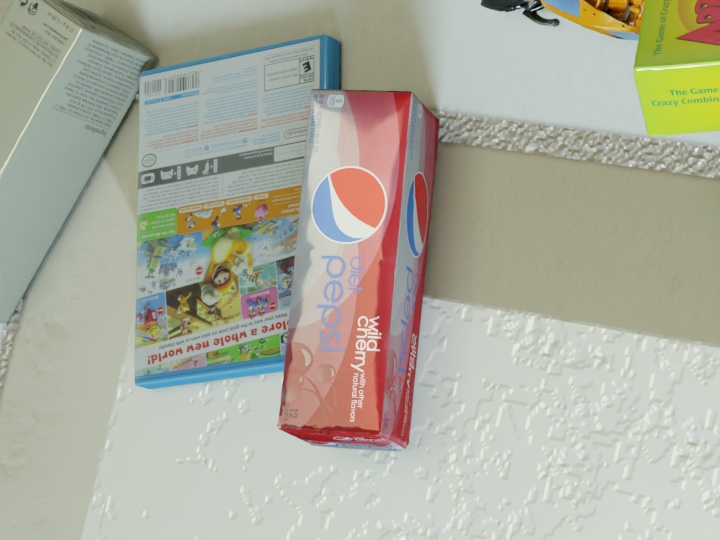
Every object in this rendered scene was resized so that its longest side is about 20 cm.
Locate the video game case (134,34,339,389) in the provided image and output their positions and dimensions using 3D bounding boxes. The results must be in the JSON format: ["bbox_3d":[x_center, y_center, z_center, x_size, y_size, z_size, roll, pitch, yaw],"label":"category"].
[{"bbox_3d":[-0.075,-0.035,1.818,0.143,0.018,0.200,-9,74,32],"label":"video game case"}]

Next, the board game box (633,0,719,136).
[{"bbox_3d":[0.247,-0.125,1.540,0.200,0.048,0.102,-3,43,17],"label":"board game box"}]

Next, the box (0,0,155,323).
[{"bbox_3d":[-0.218,-0.072,1.886,0.068,0.082,0.200,36,98,34],"label":"box"}]

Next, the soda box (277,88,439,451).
[{"bbox_3d":[0.000,0.000,1.719,0.063,0.070,0.200,2,80,15],"label":"soda box"}]

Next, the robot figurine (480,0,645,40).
[{"bbox_3d":[0.130,-0.202,1.691,0.200,0.058,0.145,26,96,35],"label":"robot figurine"}]
